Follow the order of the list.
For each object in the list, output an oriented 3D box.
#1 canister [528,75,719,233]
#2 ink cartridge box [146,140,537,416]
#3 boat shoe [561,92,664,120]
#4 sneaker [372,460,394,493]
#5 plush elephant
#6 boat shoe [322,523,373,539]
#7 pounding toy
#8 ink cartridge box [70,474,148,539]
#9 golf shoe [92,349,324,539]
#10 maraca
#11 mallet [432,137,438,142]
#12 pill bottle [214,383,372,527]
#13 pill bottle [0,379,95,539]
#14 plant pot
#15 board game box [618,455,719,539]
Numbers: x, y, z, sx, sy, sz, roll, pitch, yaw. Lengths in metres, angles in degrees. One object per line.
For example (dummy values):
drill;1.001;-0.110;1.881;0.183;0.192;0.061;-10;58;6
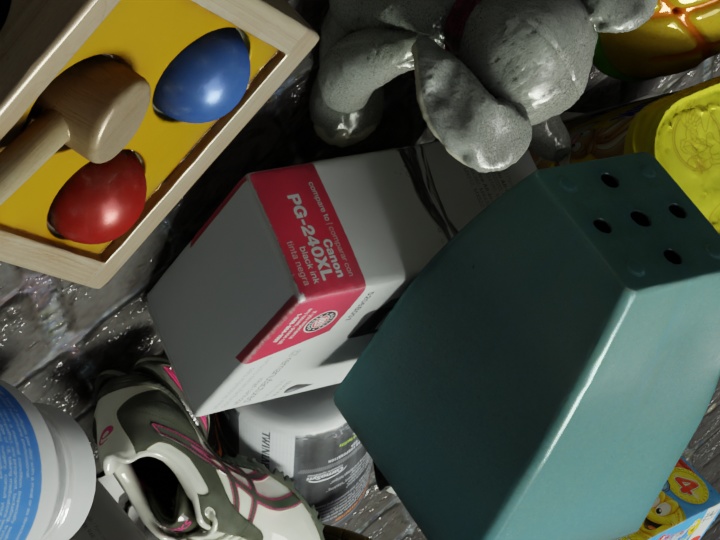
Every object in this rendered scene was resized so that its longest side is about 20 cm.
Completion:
canister;0.175;-0.061;1.254;0.148;0.087;0.200;-21;-174;-28
ink cartridge box;0.000;0.000;1.209;0.199;0.084;0.145;-11;157;-36
boat shoe;0.145;-0.072;1.411;0.200;0.072;0.069;-23;162;-41
sneaker;0.077;0.072;1.349;0.079;0.074;0.200;10;136;-23
plush elephant;0.065;-0.121;1.085;0.164;0.155;0.200;-38;156;-10
boat shoe;-0.044;0.206;1.363;0.066;0.199;0.074;29;64;-49
pounding toy;-0.135;-0.072;0.875;0.184;0.142;0.200;-48;156;10
ink cartridge box;-0.199;0.211;1.342;0.200;0.067;0.117;-30;153;-28
golf shoe;-0.094;0.143;1.253;0.077;0.088;0.200;-29;119;24
maraca;0.184;-0.201;1.189;0.137;0.107;0.201;-8;123;-45
mallet;0.034;-0.050;1.312;0.066;0.041;0.200;-8;143;-47
pill bottle;-0.042;0.107;1.361;0.106;0.106;0.200;-32;154;-22
pill bottle;-0.225;0.107;1.072;0.112;0.112;0.200;-50;155;17
plant pot;0.106;0.041;1.135;0.141;0.141;0.200;-11;143;-37
board game box;0.149;0.154;1.621;0.195;0.200;0.056;-17;144;-45
